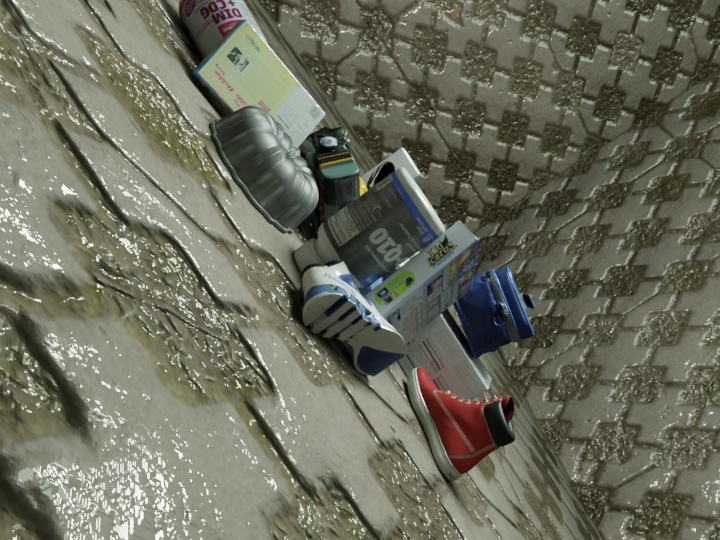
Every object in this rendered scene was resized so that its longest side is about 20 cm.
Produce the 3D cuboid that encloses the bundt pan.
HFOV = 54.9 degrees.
[{"bbox_3d":[-0.130,-0.158,1.027,0.203,0.075,0.202,54,11,-16],"label":"bundt pan"}]

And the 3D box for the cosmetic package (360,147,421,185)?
[{"bbox_3d":[0.031,-0.179,1.505,0.072,0.199,0.101,56,9,-1],"label":"cosmetic package"}]

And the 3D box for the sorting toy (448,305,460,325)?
[{"bbox_3d":[0.152,0.034,1.587,0.200,0.106,0.182,-70,138,-81],"label":"sorting toy"}]

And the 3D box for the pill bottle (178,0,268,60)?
[{"bbox_3d":[-0.225,-0.393,1.188,0.201,0.113,0.113,60,11,20],"label":"pill bottle"}]

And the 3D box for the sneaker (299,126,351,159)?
[{"bbox_3d":[-0.040,-0.232,1.444,0.199,0.114,0.076,45,-12,31],"label":"sneaker"}]

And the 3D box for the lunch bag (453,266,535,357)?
[{"bbox_3d":[0.242,0.068,1.243,0.200,0.131,0.137,1,67,-81],"label":"lunch bag"}]

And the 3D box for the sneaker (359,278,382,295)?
[{"bbox_3d":[0.000,0.000,1.222,0.200,0.075,0.078,-87,165,-74],"label":"sneaker"}]

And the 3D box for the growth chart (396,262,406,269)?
[{"bbox_3d":[0.106,0.009,1.264,0.144,0.018,0.200,33,6,7],"label":"growth chart"}]

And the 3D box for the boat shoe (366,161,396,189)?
[{"bbox_3d":[0.031,-0.133,1.354,0.074,0.074,0.202,104,-5,-57],"label":"boat shoe"}]

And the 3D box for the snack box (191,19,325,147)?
[{"bbox_3d":[-0.159,-0.281,1.110,0.200,0.116,0.037,47,-14,-30],"label":"snack box"}]

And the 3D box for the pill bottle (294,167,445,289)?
[{"bbox_3d":[0.011,-0.045,0.989,0.114,0.199,0.114,52,10,-14],"label":"pill bottle"}]

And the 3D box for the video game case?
[{"bbox_3d":[0.096,0.033,1.064,0.046,0.181,0.200,49,-11,21],"label":"video game case"}]

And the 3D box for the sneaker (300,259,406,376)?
[{"bbox_3d":[-0.015,0.048,0.920,0.199,0.080,0.116,45,17,-43],"label":"sneaker"}]

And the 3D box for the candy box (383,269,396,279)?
[{"bbox_3d":[0.044,-0.030,1.457,0.170,0.077,0.200,63,11,26],"label":"candy box"}]

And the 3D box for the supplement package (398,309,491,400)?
[{"bbox_3d":[0.137,0.148,1.255,0.201,0.110,0.156,59,10,8],"label":"supplement package"}]

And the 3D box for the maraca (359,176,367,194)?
[{"bbox_3d":[-0.045,-0.145,1.318,0.138,0.106,0.200,62,-4,-23],"label":"maraca"}]

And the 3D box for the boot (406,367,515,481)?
[{"bbox_3d":[0.161,0.208,1.087,0.072,0.144,0.201,44,14,-43],"label":"boot"}]

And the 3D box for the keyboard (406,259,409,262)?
[{"bbox_3d":[0.099,-0.008,1.432,0.200,0.011,0.057,53,20,-32],"label":"keyboard"}]

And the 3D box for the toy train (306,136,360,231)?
[{"bbox_3d":[-0.042,-0.115,1.138,0.114,0.084,0.202,-117,-159,-46],"label":"toy train"}]
